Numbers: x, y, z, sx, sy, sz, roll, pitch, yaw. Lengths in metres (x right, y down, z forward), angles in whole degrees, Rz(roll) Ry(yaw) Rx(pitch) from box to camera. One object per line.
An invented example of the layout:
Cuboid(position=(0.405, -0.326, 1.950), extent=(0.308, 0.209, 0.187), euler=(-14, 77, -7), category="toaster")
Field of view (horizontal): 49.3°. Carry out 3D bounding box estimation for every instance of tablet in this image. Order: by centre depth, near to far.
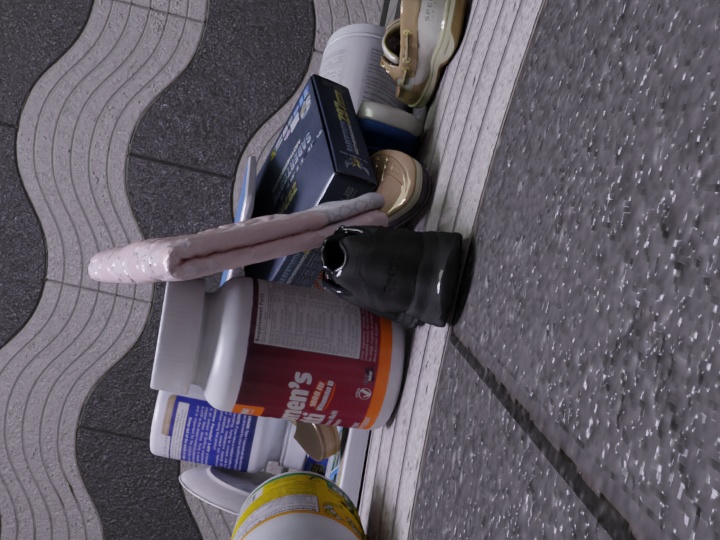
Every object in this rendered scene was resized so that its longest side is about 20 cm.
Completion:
Cuboid(position=(-0.134, -0.007, 0.824), extent=(0.131, 0.013, 0.204), euler=(-104, 29, -64), category="tablet")

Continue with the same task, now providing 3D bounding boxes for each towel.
Cuboid(position=(-0.102, -0.023, 0.627), extent=(0.198, 0.188, 0.033), euler=(-4, 100, 57), category="towel")

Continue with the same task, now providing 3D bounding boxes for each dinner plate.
Cuboid(position=(-0.135, 0.282, 1.009), extent=(0.200, 0.196, 0.025), euler=(172, 115, -85), category="dinner plate")

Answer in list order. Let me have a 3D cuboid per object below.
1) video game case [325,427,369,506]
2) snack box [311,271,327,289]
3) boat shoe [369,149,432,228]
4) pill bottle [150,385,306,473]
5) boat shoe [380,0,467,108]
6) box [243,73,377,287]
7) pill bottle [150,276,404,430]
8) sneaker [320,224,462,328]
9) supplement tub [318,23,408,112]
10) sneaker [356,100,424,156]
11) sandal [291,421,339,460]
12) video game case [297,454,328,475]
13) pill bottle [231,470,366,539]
Cuboid(position=(-0.026, 0.253, 0.821), extent=(0.183, 0.023, 0.205), euler=(114, 168, -68), category="video game case")
Cuboid(position=(-0.038, 0.081, 0.908), extent=(0.117, 0.037, 0.201), euler=(54, 156, 19), category="snack box")
Cuboid(position=(0.021, -0.065, 0.773), extent=(0.199, 0.064, 0.074), euler=(-19, 60, 62), category="boat shoe")
Cuboid(position=(-0.164, 0.196, 1.023), extent=(0.120, 0.195, 0.123), euler=(-168, 90, -85), category="pill bottle")
Cuboid(position=(0.054, -0.224, 0.783), extent=(0.200, 0.065, 0.076), euler=(120, 162, -76), category="boat shoe")
Cuboid(position=(-0.063, -0.072, 0.808), extent=(0.201, 0.050, 0.160), euler=(-55, 35, 35), category="box")
Cuboid(position=(-0.069, 0.066, 0.655), extent=(0.109, 0.195, 0.113), euler=(-171, 90, -76), category="pill bottle")
Cuboid(position=(0.015, -0.003, 0.563), extent=(0.200, 0.088, 0.078), euler=(127, 154, -82), category="sneaker")
Cuboid(position=(-0.002, -0.206, 1.043), extent=(0.132, 0.129, 0.204), euler=(112, 170, -64), category="supplement tub")
Cuboid(position=(0.017, -0.106, 0.854), extent=(0.200, 0.075, 0.114), euler=(107, 180, -86), category="sneaker")
Cuboid(position=(-0.067, 0.114, 0.850), extent=(0.212, 0.068, 0.079), euler=(44, 141, 40), category="sandal")
Cuboid(position=(-0.045, 0.185, 1.083), extent=(0.201, 0.044, 0.185), euler=(110, 169, -59), category="video game case")
Cuboid(position=(-0.044, 0.222, 0.566), extent=(0.200, 0.110, 0.116), euler=(157, 125, -85), category="pill bottle")
